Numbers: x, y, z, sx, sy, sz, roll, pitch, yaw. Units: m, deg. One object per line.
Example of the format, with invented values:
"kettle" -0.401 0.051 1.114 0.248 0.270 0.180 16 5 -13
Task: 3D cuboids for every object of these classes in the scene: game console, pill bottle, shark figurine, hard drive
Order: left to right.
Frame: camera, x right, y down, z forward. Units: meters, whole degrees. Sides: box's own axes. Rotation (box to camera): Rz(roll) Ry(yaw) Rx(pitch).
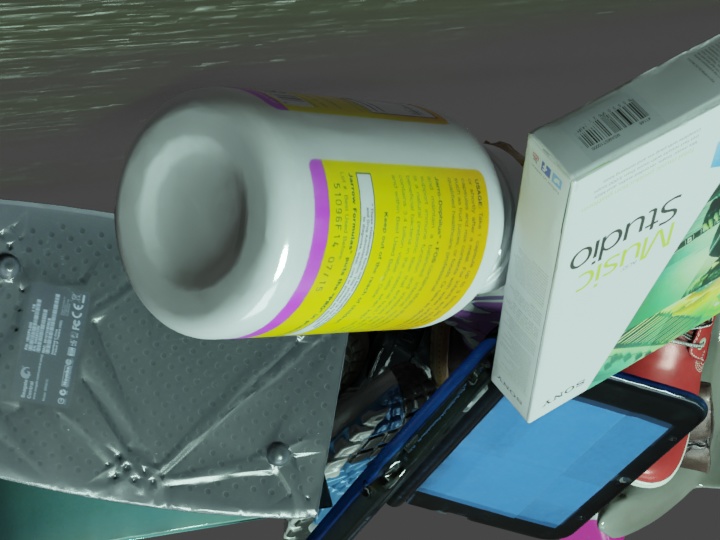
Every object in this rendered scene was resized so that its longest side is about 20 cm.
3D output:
"hard drive" -0.108 0.044 0.931 0.199 0.136 0.042 11 174 -19
"pill bottle" -0.006 -0.024 0.851 0.104 0.105 0.199 -19 168 38
"game console" 0.065 0.127 1.041 0.171 0.118 0.200 -45 173 -35
"shark figurine" 0.241 0.101 1.315 0.089 0.215 0.128 23 171 26

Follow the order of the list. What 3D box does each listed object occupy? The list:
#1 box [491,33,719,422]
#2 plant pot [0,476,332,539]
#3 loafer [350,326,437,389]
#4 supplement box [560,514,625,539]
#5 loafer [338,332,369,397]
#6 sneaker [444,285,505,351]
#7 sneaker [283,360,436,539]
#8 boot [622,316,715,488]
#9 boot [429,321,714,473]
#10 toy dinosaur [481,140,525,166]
"box" 0.135 -0.022 0.895 0.144 0.036 0.200 -28 152 -19
"plant pot" -0.126 0.067 1.057 0.199 0.162 0.201 -9 173 -1
"loafer" -0.007 0.076 1.308 0.070 0.068 0.200 27 143 -19
"supplement box" 0.177 0.091 1.391 0.103 0.200 0.101 18 151 27
"loafer" -0.082 0.066 1.191 0.199 0.068 0.076 -29 130 23
"sneaker" 0.046 0.010 1.018 0.199 0.073 0.114 12 146 -9
"sneaker" -0.017 0.099 1.226 0.075 0.087 0.200 -9 154 -31
"boot" 0.182 0.018 1.084 0.072 0.201 0.144 11 165 -16
"boot" 0.134 0.063 1.187 0.165 0.073 0.200 2 146 16
"toy dinosaur" 0.047 -0.031 1.084 0.101 0.059 0.200 10 150 -34
